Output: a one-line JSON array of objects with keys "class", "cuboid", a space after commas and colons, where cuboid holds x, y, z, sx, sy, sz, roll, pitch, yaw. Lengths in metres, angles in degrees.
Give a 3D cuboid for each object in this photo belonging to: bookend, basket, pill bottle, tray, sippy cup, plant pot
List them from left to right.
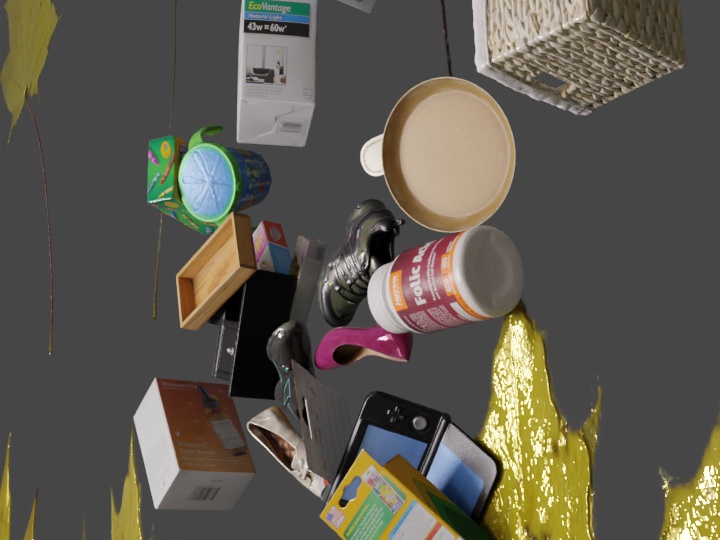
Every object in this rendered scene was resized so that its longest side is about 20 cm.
[{"class": "tray", "cuboid": [-0.232, 0.004, 1.659, 0.200, 0.037, 0.100, -42, 49, 42]}, {"class": "sippy cup", "cuboid": [-0.229, -0.159, 1.828, 0.138, 0.130, 0.181, 16, 107, 30]}, {"class": "bookend", "cuboid": [-0.206, 0.094, 1.712, 0.199, 0.091, 0.202, 8, 89, 56]}, {"class": "pill bottle", "cuboid": [0.104, 0.018, 1.337, 0.199, 0.113, 0.116, -19, 66, 51]}, {"class": "plant pot", "cuboid": [0.118, -0.153, 1.374, 0.197, 0.027, 0.204, 7, 104, 30]}, {"class": "basket", "cuboid": [0.242, -0.310, 1.157, 0.160, 0.196, 0.204, -19, 66, 47]}]

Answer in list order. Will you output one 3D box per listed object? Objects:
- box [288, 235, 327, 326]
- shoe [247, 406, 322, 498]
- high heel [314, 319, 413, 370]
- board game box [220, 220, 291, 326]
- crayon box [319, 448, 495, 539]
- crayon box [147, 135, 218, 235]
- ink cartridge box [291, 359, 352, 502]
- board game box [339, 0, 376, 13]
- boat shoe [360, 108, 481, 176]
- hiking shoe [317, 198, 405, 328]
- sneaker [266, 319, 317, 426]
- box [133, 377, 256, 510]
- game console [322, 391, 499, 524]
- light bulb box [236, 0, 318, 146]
[{"class": "box", "cuboid": [-0.103, 0.045, 1.692, 0.039, 0.041, 0.203, 26, 104, 55]}, {"class": "shoe", "cuboid": [-0.103, 0.286, 1.596, 0.199, 0.053, 0.071, 39, 123, 37]}, {"class": "high heel", "cuboid": [0.002, 0.125, 1.505, 0.199, 0.067, 0.097, -33, 51, 34]}, {"class": "board game box", "cuboid": [-0.184, 0.038, 1.810, 0.200, 0.040, 0.155, -50, 45, 36]}, {"class": "crayon box", "cuboid": [0.059, 0.325, 1.302, 0.199, 0.051, 0.127, 40, 116, 17]}, {"class": "crayon box", "cuboid": [-0.313, -0.153, 1.907, 0.057, 0.200, 0.121, -8, 72, 21]}, {"class": "ink cartridge box", "cuboid": [-0.060, 0.234, 1.458, 0.056, 0.200, 0.165, -22, 60, 18]}, {"class": "board game box", "cuboid": [-0.067, -0.506, 1.685, 0.065, 0.146, 0.201, -60, 39, 21]}, {"class": "boat shoe", "cuboid": [0.095, -0.176, 1.436, 0.198, 0.059, 0.073, -15, 89, 33]}, {"class": "hiking shoe", "cuboid": [0.000, 0.000, 1.525, 0.101, 0.075, 0.203, 39, 113, 55]}, {"class": "sneaker", "cuboid": [-0.091, 0.158, 1.584, 0.079, 0.075, 0.202, 45, 153, 37]}, {"class": "box", "cuboid": [-0.289, 0.301, 1.798, 0.107, 0.150, 0.201, -56, 42, 31]}, {"class": "game console", "cuboid": [0.060, 0.286, 1.341, 0.117, 0.173, 0.203, -99, 29, -74]}, {"class": "light bulb box", "cuboid": [-0.139, -0.334, 1.705, 0.198, 0.123, 0.204, 125, 147, -75]}]
